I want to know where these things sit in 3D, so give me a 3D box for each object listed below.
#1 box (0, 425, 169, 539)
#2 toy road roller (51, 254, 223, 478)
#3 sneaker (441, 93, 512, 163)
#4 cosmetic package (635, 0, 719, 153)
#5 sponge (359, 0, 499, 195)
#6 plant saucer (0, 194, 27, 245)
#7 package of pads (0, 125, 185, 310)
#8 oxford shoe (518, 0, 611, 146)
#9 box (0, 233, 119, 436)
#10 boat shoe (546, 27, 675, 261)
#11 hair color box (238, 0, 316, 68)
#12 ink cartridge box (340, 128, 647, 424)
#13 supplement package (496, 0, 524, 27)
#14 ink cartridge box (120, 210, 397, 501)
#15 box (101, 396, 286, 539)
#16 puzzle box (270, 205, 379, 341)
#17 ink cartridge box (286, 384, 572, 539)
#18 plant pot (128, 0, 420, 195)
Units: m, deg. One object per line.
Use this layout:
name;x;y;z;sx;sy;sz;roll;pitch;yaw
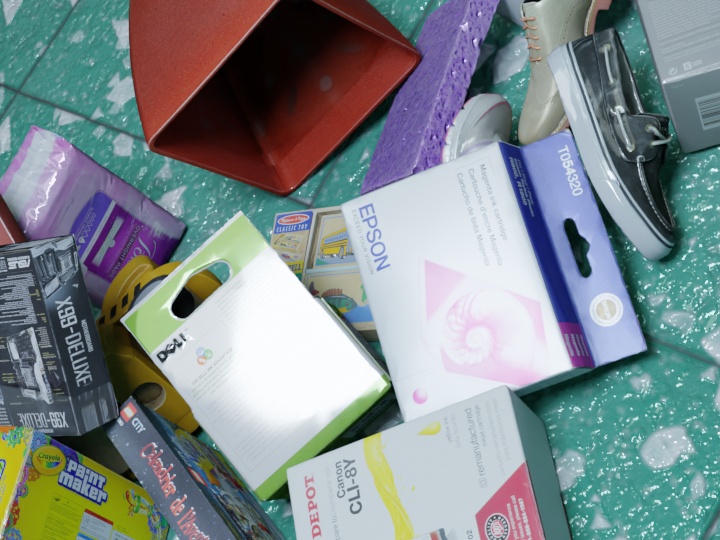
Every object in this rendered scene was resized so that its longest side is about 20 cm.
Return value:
box;-0.307;0.224;1.166;0.192;0.200;0.123;-2;63;30
toy road roller;-0.204;0.077;1.245;0.200;0.123;0.146;-42;34;5
sneaker;0.121;-0.059;1.151;0.088;0.081;0.201;-4;71;27
cosmetic package;0.277;-0.213;1.120;0.090;0.107;0.201;-15;58;17
sponge;0.063;-0.161;1.237;0.111;0.030;0.201;-19;48;63
plant saucer;-0.341;0.030;1.204;0.199;0.037;0.201;-35;83;37
package of pads;-0.269;-0.041;1.295;0.075;0.200;0.121;25;82;34
oxford shoe;0.164;-0.203;1.179;0.071;0.073;0.201;13;88;63
box;-0.307;0.060;1.137;0.199;0.050;0.159;-7;101;36
boat shoe;0.217;-0.108;1.089;0.071;0.072;0.201;-28;75;24
hair color box;-0.093;-0.317;1.371;0.101;0.061;0.201;-16;92;23
ink cartridge box;0.102;0.004;1.074;0.199;0.043;0.197;-22;73;16
supplement package;0.182;-0.338;1.243;0.200;0.117;0.117;-48;51;-2
ink cartridge box;-0.082;0.073;1.145;0.148;0.076;0.200;-42;76;3
box;-0.119;0.200;1.107;0.038;0.137;0.200;-46;50;1
puzzle box;0.000;0.000;1.221;0.199;0.025;0.134;-6;60;29
ink cartridge box;0.052;0.197;1.038;0.199;0.083;0.146;-23;55;18
plant pot;-0.101;-0.218;1.253;0.200;0.200;0.177;-43;57;22
